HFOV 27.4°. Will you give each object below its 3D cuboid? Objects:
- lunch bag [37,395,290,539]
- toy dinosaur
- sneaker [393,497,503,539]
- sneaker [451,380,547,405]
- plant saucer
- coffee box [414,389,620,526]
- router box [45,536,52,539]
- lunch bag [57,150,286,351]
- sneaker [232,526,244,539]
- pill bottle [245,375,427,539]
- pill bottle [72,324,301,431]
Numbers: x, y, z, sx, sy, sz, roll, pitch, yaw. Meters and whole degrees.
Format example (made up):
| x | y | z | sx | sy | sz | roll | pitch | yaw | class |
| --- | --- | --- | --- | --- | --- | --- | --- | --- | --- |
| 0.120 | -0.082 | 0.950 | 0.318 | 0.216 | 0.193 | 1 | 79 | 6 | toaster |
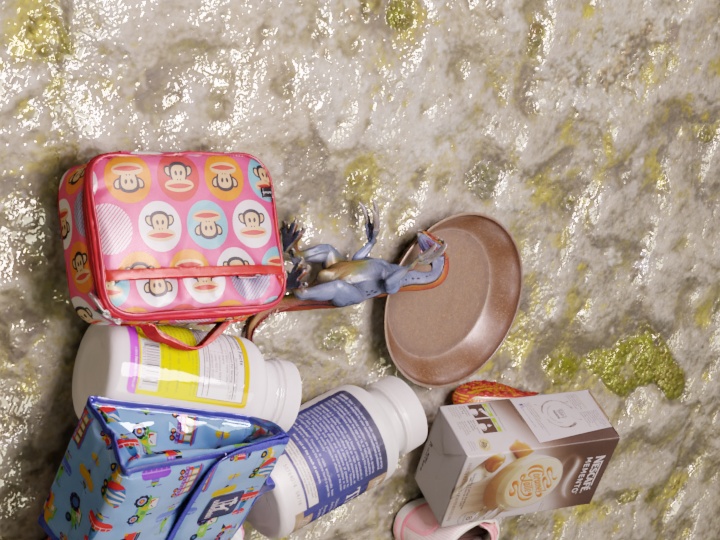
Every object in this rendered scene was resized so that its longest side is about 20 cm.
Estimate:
| x | y | z | sx | sy | sz | roll | pitch | yaw | class |
| --- | --- | --- | --- | --- | --- | --- | --- | --- | --- |
| -0.166 | 0.195 | 1.332 | 0.200 | 0.094 | 0.151 | 2 | 128 | -38 | lunch bag |
| 0.000 | 0.000 | 1.503 | 0.181 | 0.105 | 0.200 | 18 | 128 | -37 | toy dinosaur |
| 0.145 | 0.286 | 1.711 | 0.200 | 0.105 | 0.076 | -19 | 115 | -34 | sneaker |
| 0.179 | 0.174 | 1.717 | 0.200 | 0.073 | 0.077 | 18 | 91 | -42 | sneaker |
| 0.095 | 0.029 | 1.618 | 0.200 | 0.037 | 0.201 | -15 | 116 | -34 | plant saucer |
| 0.175 | 0.208 | 1.650 | 0.199 | 0.080 | 0.115 | -5 | 131 | -26 | coffee box |
| -0.227 | 0.326 | 1.374 | 0.200 | 0.049 | 0.179 | 51 | 56 | -9 | router box |
| -0.166 | -0.016 | 1.320 | 0.200 | 0.082 | 0.177 | -3 | 82 | -37 | lunch bag |
| -0.173 | 0.237 | 1.461 | 0.086 | 0.080 | 0.201 | -13 | 102 | -30 | sneaker |
| -0.032 | 0.186 | 1.523 | 0.200 | 0.111 | 0.111 | -25 | 121 | -30 | pill bottle |
| -0.159 | 0.107 | 1.374 | 0.200 | 0.104 | 0.105 | 12 | 99 | -30 | pill bottle |
